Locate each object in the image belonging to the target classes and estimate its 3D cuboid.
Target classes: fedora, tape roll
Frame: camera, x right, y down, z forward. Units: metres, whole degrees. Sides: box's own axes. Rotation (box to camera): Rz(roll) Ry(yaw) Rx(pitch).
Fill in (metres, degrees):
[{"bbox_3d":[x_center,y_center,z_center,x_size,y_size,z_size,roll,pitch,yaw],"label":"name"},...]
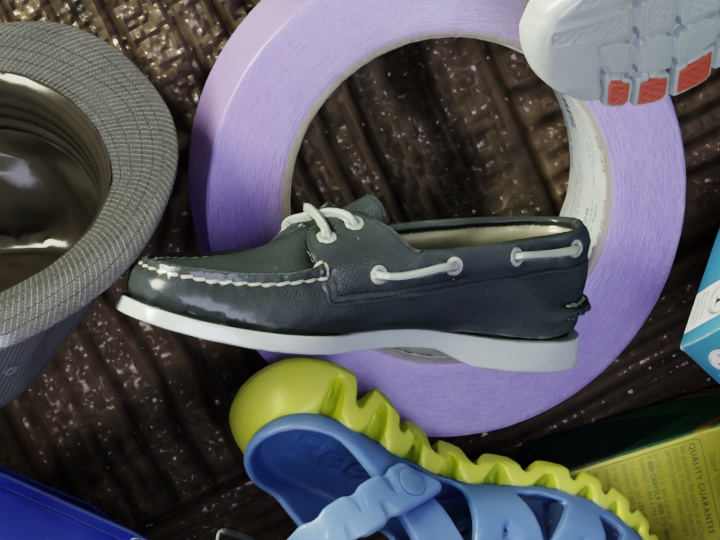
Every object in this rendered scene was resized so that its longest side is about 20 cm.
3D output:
[{"bbox_3d":[-0.165,-0.004,1.156,0.199,0.177,0.091,-30,141,-23],"label":"fedora"},{"bbox_3d":[0.031,-0.036,1.214,0.199,0.066,0.201,-2,104,-9],"label":"tape roll"}]

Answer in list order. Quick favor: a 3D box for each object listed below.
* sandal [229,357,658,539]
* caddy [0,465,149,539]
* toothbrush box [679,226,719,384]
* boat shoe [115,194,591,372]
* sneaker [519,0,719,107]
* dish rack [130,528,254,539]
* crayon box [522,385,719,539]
[{"bbox_3d":[0.034,0.113,1.186,0.199,0.087,0.080,21,135,-16],"label":"sandal"},{"bbox_3d":[-0.163,0.149,1.203,0.199,0.105,0.142,28,81,-25],"label":"caddy"},{"bbox_3d":[0.237,-0.031,1.164,0.085,0.147,0.200,40,134,-17],"label":"toothbrush box"},{"bbox_3d":[0.000,0.000,1.139,0.199,0.076,0.061,3,102,-33],"label":"boat shoe"},{"bbox_3d":[0.126,-0.129,1.179,0.199,0.082,0.077,-24,142,-36],"label":"sneaker"},{"bbox_3d":[-0.051,0.141,1.106,0.200,0.153,0.055,25,65,-44],"label":"dish rack"},{"bbox_3d":[0.182,0.112,1.285,0.199,0.051,0.128,-16,106,-6],"label":"crayon box"}]
